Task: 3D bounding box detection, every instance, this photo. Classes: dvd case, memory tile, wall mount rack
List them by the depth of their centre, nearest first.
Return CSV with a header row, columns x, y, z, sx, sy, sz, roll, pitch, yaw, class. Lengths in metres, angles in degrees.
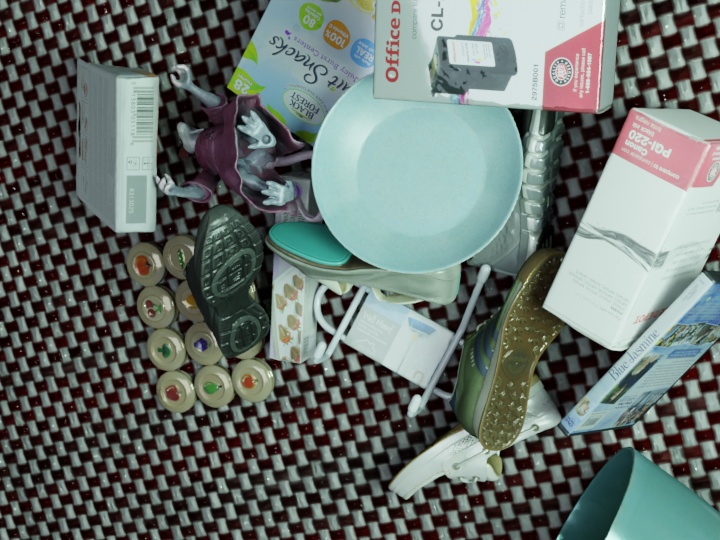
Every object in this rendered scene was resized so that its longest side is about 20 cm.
x,y,z,sx,sy,sz,roll,pitch,yaw,class
0.280,0.077,1.208,0.200,0.143,0.018,-51,62,23,dvd case
0.045,0.045,1.334,0.200,0.075,0.174,29,97,13,wall mount rack
-0.178,0.057,1.458,0.153,0.017,0.200,-9,98,24,memory tile

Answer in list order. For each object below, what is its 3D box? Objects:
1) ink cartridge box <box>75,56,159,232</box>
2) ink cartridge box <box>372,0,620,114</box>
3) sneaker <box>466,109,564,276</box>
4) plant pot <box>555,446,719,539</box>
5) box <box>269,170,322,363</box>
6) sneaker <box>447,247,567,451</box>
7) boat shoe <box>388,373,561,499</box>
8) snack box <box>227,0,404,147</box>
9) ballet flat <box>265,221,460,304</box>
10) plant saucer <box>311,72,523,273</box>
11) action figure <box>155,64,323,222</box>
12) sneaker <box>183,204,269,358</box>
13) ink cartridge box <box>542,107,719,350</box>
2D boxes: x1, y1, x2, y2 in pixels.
x,y,z,sx,sy,sz,roll,pitch,yaw,class
-0.260,-0.137,1.394,0.050,0.200,0.162,-2,105,-21,ink cartridge box
0.115,-0.213,1.126,0.200,0.083,0.146,6,104,19,ink cartridge box
0.129,-0.090,1.269,0.115,0.075,0.200,10,106,23,sneaker
0.274,0.292,1.235,0.161,0.201,0.201,30,112,2,plant pot
-0.067,-0.003,1.386,0.039,0.041,0.200,9,106,21,box
0.134,0.064,1.261,0.090,0.067,0.200,33,106,59,sneaker
0.116,0.186,1.336,0.200,0.071,0.069,-39,84,23,boat shoe
-0.013,-0.222,1.300,0.169,0.068,0.200,34,114,11,snack box
0.000,0.000,1.281,0.200,0.067,0.064,9,125,19,ballet flat
0.055,-0.095,1.241,0.201,0.039,0.201,-1,85,13,plant saucer
-0.127,-0.129,1.340,0.200,0.149,0.134,15,92,61,action figure
-0.148,0.003,1.346,0.091,0.076,0.200,46,150,33,sneaker
0.262,-0.040,1.180,0.085,0.146,0.200,30,111,28,ink cartridge box
